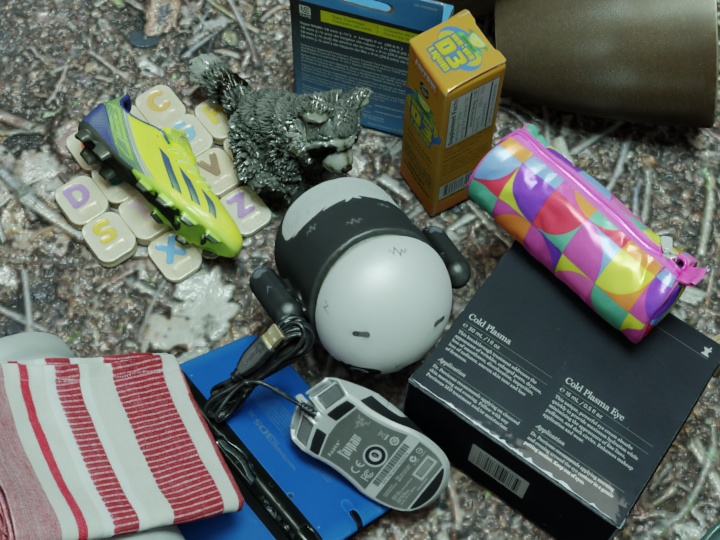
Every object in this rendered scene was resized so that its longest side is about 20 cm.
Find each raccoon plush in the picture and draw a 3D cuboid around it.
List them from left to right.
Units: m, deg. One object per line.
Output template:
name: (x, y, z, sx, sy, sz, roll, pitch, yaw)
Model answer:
raccoon plush: (-0.081, -0.153, 1.031, 0.199, 0.134, 0.097, 39, 51, 5)

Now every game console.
game console: (-0.099, 0.179, 0.941, 0.200, 0.119, 0.170, 46, 39, 20)

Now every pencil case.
pencil case: (0.179, -0.033, 0.909, 0.199, 0.089, 0.088, 41, 68, 19)

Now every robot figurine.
robot figurine: (-0.001, 0.002, 0.960, 0.150, 0.125, 0.200, -45, 37, 6)

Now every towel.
towel: (-0.184, 0.122, 0.812, 0.198, 0.023, 0.145, 2, 49, -48)

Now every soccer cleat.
soccer cleat: (-0.173, -0.091, 1.040, 0.199, 0.065, 0.084, 39, 66, 15)

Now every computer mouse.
computer mouse: (-0.017, 0.121, 0.904, 0.199, 0.044, 0.110, 36, 105, -13)

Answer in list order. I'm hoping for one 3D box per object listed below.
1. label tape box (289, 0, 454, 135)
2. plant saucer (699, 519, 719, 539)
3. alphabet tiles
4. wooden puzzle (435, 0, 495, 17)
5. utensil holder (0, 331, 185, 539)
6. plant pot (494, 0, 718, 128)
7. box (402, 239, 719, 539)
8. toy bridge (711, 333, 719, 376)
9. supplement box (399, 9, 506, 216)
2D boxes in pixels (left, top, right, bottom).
label tape box: (0.011, -0.216, 1.049, 0.142, 0.201, 0.064, 16, 62, 7)
plant saucer: (0.308, 0.255, 0.849, 0.197, 0.027, 0.204, -3, 102, -16)
alphabet tiles: (-0.184, -0.089, 1.082, 0.199, 0.015, 0.196, -33, 68, -17)
wooden puzzle: (0.164, -0.301, 1.102, 0.182, 0.200, 0.038, -18, 88, -11)
utensil holder: (-0.244, 0.178, 0.856, 0.169, 0.171, 0.201, -33, 70, -18)
plant pot: (0.231, -0.223, 1.089, 0.197, 0.188, 0.189, -4, 61, 13)
box: (0.165, 0.099, 0.941, 0.199, 0.105, 0.183, 34, 66, 15)
toy bridge: (0.388, 0.032, 1.004, 0.198, 0.067, 0.027, -26, 65, -15)
supplement box: (0.078, -0.133, 1.007, 0.068, 0.201, 0.067, -26, 65, -15)
